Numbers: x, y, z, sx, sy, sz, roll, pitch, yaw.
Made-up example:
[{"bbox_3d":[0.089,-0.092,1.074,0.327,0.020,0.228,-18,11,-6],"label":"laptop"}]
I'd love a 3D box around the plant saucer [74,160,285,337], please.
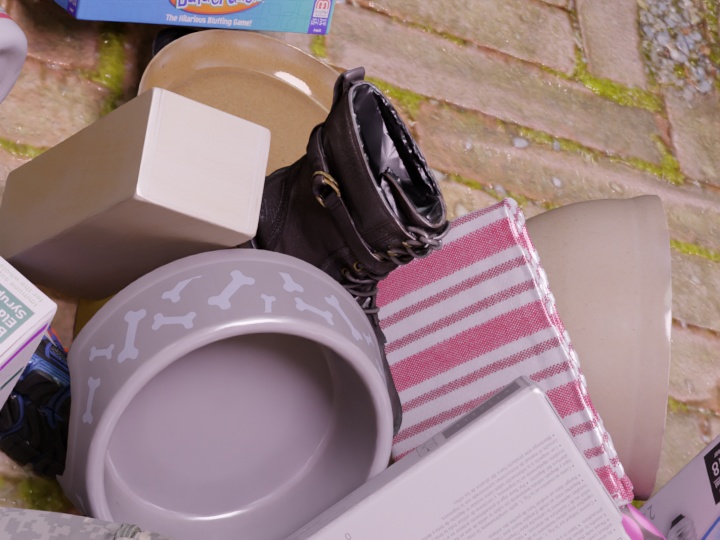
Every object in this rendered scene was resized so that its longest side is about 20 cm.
[{"bbox_3d":[-0.079,-0.010,1.181,0.198,0.049,0.201,19,47,-20],"label":"plant saucer"}]

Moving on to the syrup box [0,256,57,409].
[{"bbox_3d":[-0.232,0.068,0.904,0.079,0.200,0.081,39,44,3],"label":"syrup box"}]

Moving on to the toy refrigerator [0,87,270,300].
[{"bbox_3d":[-0.135,-0.041,1.021,0.075,0.199,0.071,18,70,-29],"label":"toy refrigerator"}]

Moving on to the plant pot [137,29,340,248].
[{"bbox_3d":[-0.061,-0.076,1.193,0.198,0.028,0.202,18,47,-20],"label":"plant pot"}]

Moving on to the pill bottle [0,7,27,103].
[{"bbox_3d":[-0.310,-0.177,1.118,0.200,0.109,0.109,47,44,8],"label":"pill bottle"}]

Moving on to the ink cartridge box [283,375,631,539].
[{"bbox_3d":[0.060,0.188,0.990,0.177,0.199,0.045,56,-1,-6],"label":"ink cartridge box"}]

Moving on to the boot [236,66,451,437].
[{"bbox_3d":[0.000,0.000,1.046,0.069,0.174,0.202,-25,88,-33],"label":"boot"}]

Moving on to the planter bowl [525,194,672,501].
[{"bbox_3d":[0.127,0.049,1.187,0.133,0.201,0.202,2,49,2],"label":"planter bowl"}]

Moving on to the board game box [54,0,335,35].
[{"bbox_3d":[-0.137,-0.214,1.262,0.198,0.045,0.152,-1,25,-35],"label":"board game box"}]

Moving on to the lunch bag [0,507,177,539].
[{"bbox_3d":[-0.162,0.218,0.876,0.166,0.140,0.201,16,43,1],"label":"lunch bag"}]

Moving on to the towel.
[{"bbox_3d":[0.073,0.073,1.114,0.030,0.145,0.202,-11,78,-59],"label":"towel"}]

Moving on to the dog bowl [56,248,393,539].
[{"bbox_3d":[-0.071,0.091,0.990,0.198,0.202,0.059,11,23,-26],"label":"dog bowl"}]

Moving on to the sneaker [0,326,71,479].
[{"bbox_3d":[-0.200,0.044,1.040,0.199,0.075,0.079,39,40,-2],"label":"sneaker"}]

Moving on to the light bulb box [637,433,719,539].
[{"bbox_3d":[0.282,0.212,1.131,0.124,0.199,0.202,10,49,-24],"label":"light bulb box"}]

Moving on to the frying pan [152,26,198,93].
[{"bbox_3d":[-0.081,-0.130,1.289,0.115,0.031,0.189,52,29,17],"label":"frying pan"}]

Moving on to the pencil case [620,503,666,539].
[{"bbox_3d":[0.115,0.214,1.101,0.094,0.091,0.200,46,42,9],"label":"pencil case"}]
